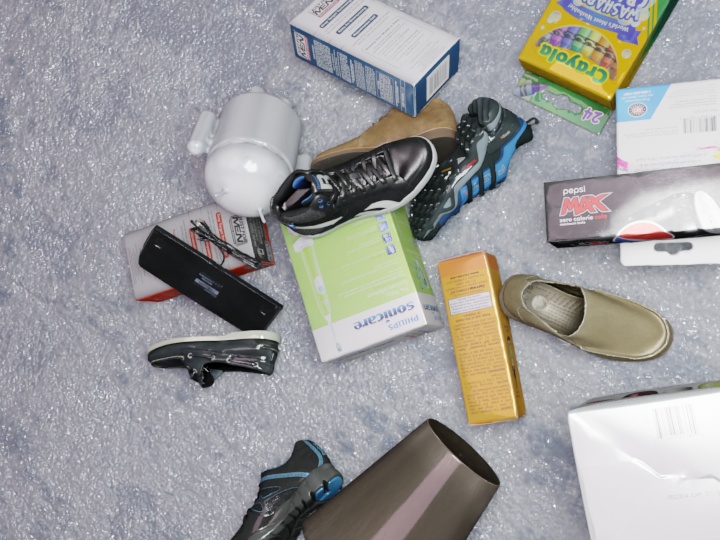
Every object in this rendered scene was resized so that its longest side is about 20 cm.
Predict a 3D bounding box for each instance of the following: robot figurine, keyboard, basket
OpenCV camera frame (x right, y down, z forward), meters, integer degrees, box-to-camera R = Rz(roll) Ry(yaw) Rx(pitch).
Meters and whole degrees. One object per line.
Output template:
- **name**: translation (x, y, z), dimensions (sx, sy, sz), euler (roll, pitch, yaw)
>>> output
- **robot figurine**: translation (-0.138, -0.150, 1.028), dimensions (0.113, 0.169, 0.200), euler (125, 159, -46)
- **keyboard**: translation (-0.190, 0.001, 1.050), dimensions (0.200, 0.021, 0.127), euler (33, 126, -10)
- **basket**: translation (0.058, 0.287, 0.933), dimensions (0.180, 0.136, 0.200), euler (44, 97, 25)

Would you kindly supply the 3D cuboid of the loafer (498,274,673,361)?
- **loafer**: translation (0.254, 0.056, 0.891), dimensions (0.200, 0.067, 0.076), euler (14, 91, 6)

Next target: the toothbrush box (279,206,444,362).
- **toothbrush box**: translation (0.000, 0.000, 1.004), dimensions (0.145, 0.086, 0.200), euler (-22, 76, 18)

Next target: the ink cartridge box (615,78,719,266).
- **ink cartridge box**: translation (0.348, -0.102, 0.885), dimensions (0.115, 0.068, 0.201), euler (-1, 84, 23)

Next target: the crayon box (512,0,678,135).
- **crayon box**: translation (0.278, -0.280, 0.939), dimensions (0.126, 0.052, 0.200), euler (31, 97, 21)

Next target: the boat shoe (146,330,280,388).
- **boat shoe**: translation (-0.203, 0.127, 1.080), dimensions (0.199, 0.075, 0.066), euler (-6, 71, 12)

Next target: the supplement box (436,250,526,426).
- **supplement box**: translation (0.146, 0.082, 0.950), dimensions (0.069, 0.067, 0.200), euler (-15, 79, 20)

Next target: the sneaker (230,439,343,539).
- **sneaker**: translation (-0.110, 0.309, 1.037), dimensions (0.200, 0.073, 0.082), euler (-44, 55, 7)

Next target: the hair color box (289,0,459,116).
- **hair color box**: translation (0.018, -0.286, 1.017), dimensions (0.200, 0.061, 0.100), euler (32, 66, 22)

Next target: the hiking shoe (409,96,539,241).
- **hiking shoe**: translation (0.135, -0.109, 0.967), dimensions (0.200, 0.087, 0.074), euler (-57, 30, 29)

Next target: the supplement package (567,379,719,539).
- **supplement package**: translation (0.326, 0.193, 0.796), dimensions (0.191, 0.200, 0.147), euler (-12, 80, 20)

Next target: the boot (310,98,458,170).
- **boot**: translation (0.030, -0.165, 1.028), dimensions (0.200, 0.074, 0.076), euler (-13, 62, 16)

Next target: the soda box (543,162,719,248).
- **soda box**: translation (0.298, -0.066, 0.832), dimensions (0.200, 0.063, 0.071), euler (-5, 83, 24)

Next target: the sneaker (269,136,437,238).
- **sneaker**: translation (-0.011, -0.099, 0.913), dimensions (0.200, 0.112, 0.073), euler (-29, 75, 15)

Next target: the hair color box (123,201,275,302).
- **hair color box**: translation (-0.228, -0.029, 1.111), dimensions (0.200, 0.061, 0.102), euler (-16, 80, 20)
